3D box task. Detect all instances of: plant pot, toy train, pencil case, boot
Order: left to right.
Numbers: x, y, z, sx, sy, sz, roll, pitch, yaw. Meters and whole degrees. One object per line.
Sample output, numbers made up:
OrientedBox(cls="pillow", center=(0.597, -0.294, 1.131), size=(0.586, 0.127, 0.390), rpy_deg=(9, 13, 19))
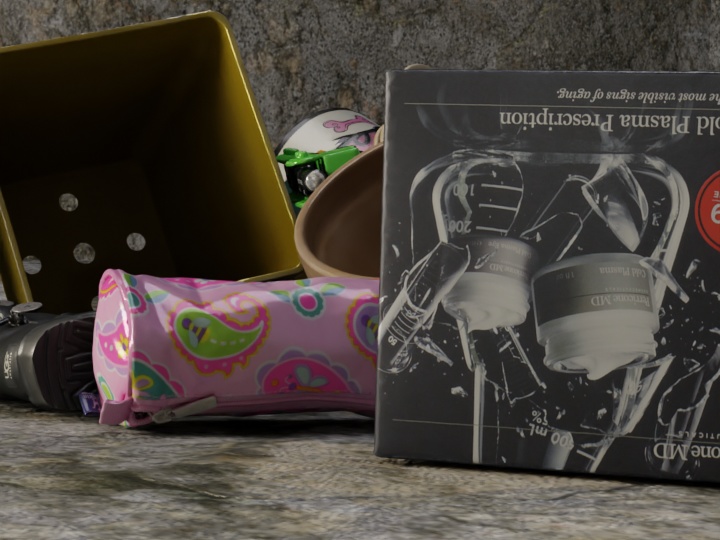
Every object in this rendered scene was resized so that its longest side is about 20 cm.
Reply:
OrientedBox(cls="boot", center=(-0.174, 0.046, 1.155), size=(0.164, 0.066, 0.199), rpy_deg=(2, -3, -40))
OrientedBox(cls="plant pot", center=(-0.179, -0.041, 1.405), size=(0.199, 0.201, 0.176), rpy_deg=(-14, -15, -24))
OrientedBox(cls="pencil case", center=(-0.044, 0.043, 1.043), size=(0.199, 0.088, 0.087), rpy_deg=(0, 3, -20))
OrientedBox(cls="toy train", center=(-0.027, -0.069, 1.398), size=(0.056, 0.042, 0.200), rpy_deg=(-15, 6, -4))
OrientedBox(cls="plant pot", center=(0.067, -0.011, 1.207), size=(0.199, 0.093, 0.201), rpy_deg=(-15, 28, 8))

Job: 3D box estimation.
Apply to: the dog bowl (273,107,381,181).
OrientedBox(cls="dog bowl", center=(-0.005, -0.037, 1.721), size=(0.073, 0.202, 0.199), rpy_deg=(14, 10, 39))

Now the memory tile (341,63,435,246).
OrientedBox(cls="memory tile", center=(0.061, -0.032, 1.328), size=(0.153, 0.201, 0.017), rpy_deg=(36, -41, -18))

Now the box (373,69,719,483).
OrientedBox(cls="box", center=(0.116, 0.000, 0.927), size=(0.199, 0.184, 0.104), rpy_deg=(2, 2, 20))

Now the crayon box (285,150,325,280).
OrientedBox(cls="crayon box", center=(0.029, -0.019, 1.526), size=(0.199, 0.059, 0.119), rpy_deg=(18, 32, 17))
